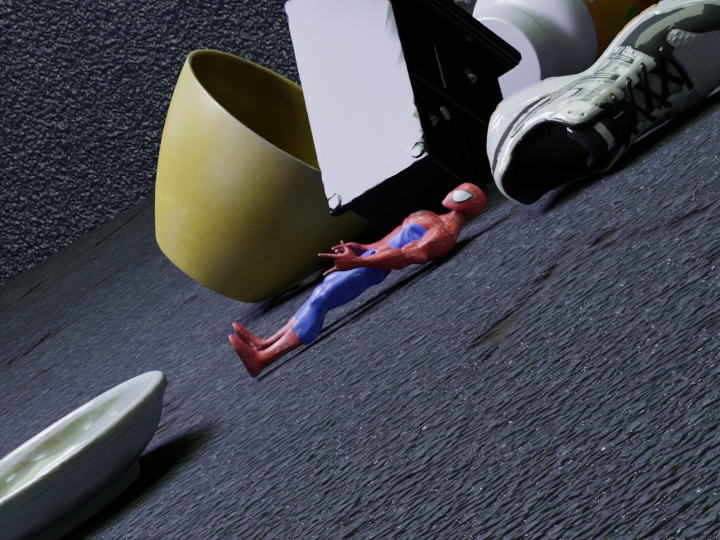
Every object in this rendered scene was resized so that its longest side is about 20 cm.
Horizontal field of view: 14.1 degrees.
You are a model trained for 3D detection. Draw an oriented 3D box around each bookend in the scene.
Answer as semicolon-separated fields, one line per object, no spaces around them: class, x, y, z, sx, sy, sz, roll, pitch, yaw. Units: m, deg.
bookend;0.051;-0.106;2.187;0.092;0.198;0.201;-30;52;24

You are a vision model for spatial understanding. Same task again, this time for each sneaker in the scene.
sneaker;0.171;-0.104;1.899;0.199;0.076;0.088;-33;23;23

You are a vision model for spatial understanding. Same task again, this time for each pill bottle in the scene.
pill bottle;0.161;-0.209;2.404;0.111;0.111;0.200;-26;10;43

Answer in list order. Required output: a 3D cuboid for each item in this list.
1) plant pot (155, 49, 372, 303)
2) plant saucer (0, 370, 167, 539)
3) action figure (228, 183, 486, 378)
plant pot;-0.084;-0.060;2.309;0.142;0.199;0.200;-58;0;17
plant saucer;-0.201;0.141;1.924;0.199;0.050;0.200;-32;7;4
action figure;0.000;0.000;1.999;0.199;0.052;0.065;-30;4;6
